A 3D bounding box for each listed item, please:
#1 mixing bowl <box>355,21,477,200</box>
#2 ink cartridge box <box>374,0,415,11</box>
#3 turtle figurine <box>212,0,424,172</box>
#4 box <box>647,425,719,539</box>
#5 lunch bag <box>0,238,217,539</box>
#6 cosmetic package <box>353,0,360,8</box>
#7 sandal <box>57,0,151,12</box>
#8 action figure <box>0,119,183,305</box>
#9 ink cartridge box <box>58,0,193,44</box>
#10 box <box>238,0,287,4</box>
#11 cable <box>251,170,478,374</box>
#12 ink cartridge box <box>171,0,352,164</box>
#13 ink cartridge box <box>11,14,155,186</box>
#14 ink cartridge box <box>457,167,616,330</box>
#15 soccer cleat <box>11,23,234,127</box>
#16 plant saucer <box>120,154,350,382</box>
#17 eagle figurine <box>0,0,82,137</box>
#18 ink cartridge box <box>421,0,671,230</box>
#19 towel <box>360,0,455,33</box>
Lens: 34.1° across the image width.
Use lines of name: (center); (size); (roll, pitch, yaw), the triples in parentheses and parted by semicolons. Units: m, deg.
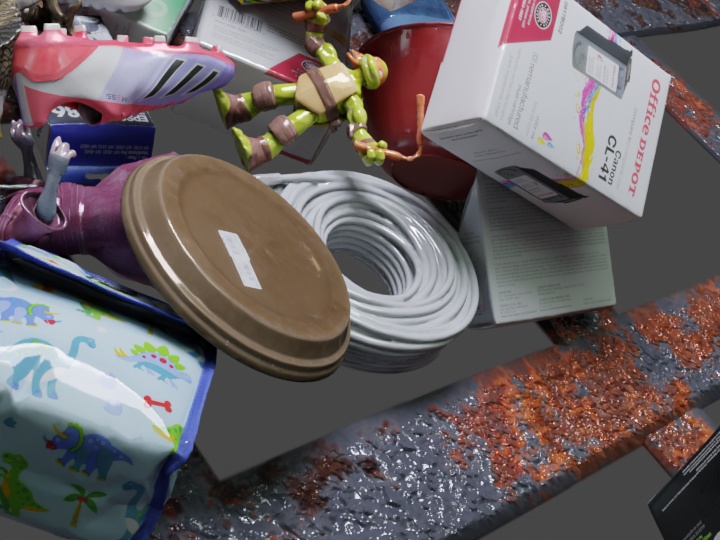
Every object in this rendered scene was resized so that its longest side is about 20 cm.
mixing bowl: (0.083, -0.136, 1.116); (0.198, 0.200, 0.110); (17, 69, -16)
ink cartridge box: (-0.010, -0.328, 1.049); (0.199, 0.085, 0.146); (36, 30, 8)
turtle figurine: (-0.043, -0.157, 1.008); (0.160, 0.064, 0.202); (-22, 76, -8)
box: (0.349, 0.231, 0.912); (0.147, 0.125, 0.201); (4, 46, -26)
lunch bag: (-0.184, 0.064, 0.766); (0.169, 0.128, 0.201); (23, 27, -9)
cosmetic package: (-0.047, -0.370, 1.263); (0.087, 0.104, 0.200); (45, 9, 21)
sandal: (-0.286, -0.286, 1.082); (0.200, 0.050, 0.083); (7, 43, 1)
action figure: (-0.217, -0.036, 0.892); (0.197, 0.151, 0.134); (-5, 17, -12)
ink cartridge box: (-0.265, -0.293, 1.155); (0.198, 0.050, 0.162); (25, 39, -10)
box: (-0.050, -0.307, 1.133); (0.199, 0.065, 0.070); (-18, 56, -44)
cable: (0.000, 0.000, 0.987); (0.198, 0.070, 0.201); (-11, 55, -39)
ink cartridge box: (-0.090, -0.213, 1.134); (0.146, 0.086, 0.201); (20, 38, -13)
ink cartridge box: (-0.244, -0.151, 1.020); (0.099, 0.039, 0.201); (-4, 50, -36)
ink cartridge box: (0.157, -0.055, 1.076); (0.161, 0.057, 0.203); (-6, 85, -36)
soccer cleat: (-0.182, -0.147, 0.916); (0.066, 0.077, 0.199); (9, 9, 41)
plant saucer: (-0.078, -0.009, 0.824); (0.199, 0.029, 0.201); (36, 27, -21)
eagle figurine: (-0.309, -0.165, 0.911); (0.199, 0.151, 0.153); (-24, 97, -39)
ink cartridge box: (0.164, -0.144, 1.008); (0.199, 0.085, 0.149); (25, 72, -31)
towel: (0.077, -0.258, 1.331); (0.111, 0.049, 0.201); (0, 48, -31)
